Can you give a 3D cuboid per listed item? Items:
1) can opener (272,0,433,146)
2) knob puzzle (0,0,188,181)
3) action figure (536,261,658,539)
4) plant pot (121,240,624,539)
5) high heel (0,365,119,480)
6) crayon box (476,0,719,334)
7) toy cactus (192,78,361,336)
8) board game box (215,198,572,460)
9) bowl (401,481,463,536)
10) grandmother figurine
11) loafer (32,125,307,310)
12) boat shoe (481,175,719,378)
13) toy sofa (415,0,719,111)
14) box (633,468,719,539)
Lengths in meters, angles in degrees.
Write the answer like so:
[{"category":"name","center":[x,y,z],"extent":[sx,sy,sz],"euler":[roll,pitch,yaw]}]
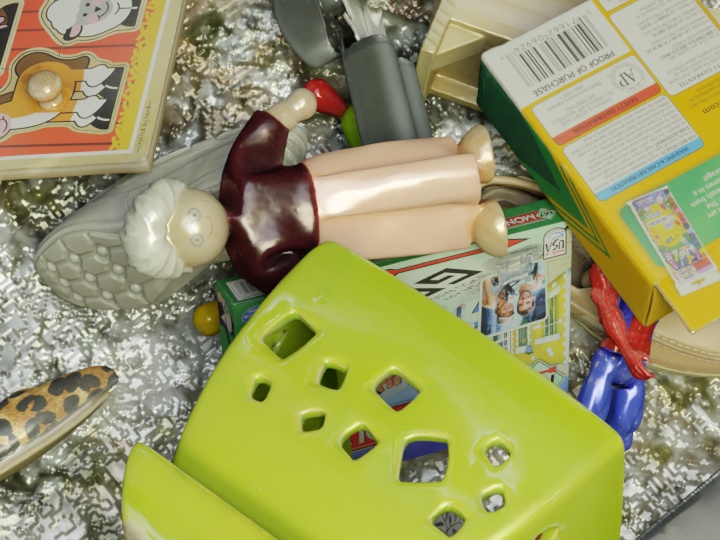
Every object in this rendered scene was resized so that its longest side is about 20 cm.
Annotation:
[{"category":"can opener","center":[0.004,-0.102,1.408],"extent":[0.066,0.053,0.200],"euler":[-30,54,17]},{"category":"knob puzzle","center":[-0.204,-0.131,1.433],"extent":[0.219,0.030,0.220],"euler":[-7,52,9]},{"category":"action figure","center":[0.156,0.067,1.365],"extent":[0.065,0.099,0.201],"euler":[6,100,-34]},{"category":"plant pot","center":[-0.003,0.142,1.224],"extent":[0.199,0.200,0.181],"euler":[33,58,27]},{"category":"high heel","center":[-0.249,0.062,1.404],"extent":[0.200,0.071,0.143],"euler":[-29,85,2]},{"category":"crayon box","center":[0.168,-0.059,1.345],"extent":[0.126,0.052,0.200],"euler":[-28,65,-15]},{"category":"toy cactus","center":[0.000,0.000,1.424],"extent":[0.165,0.102,0.200],"euler":[21,67,-7]},{"category":"board game box","center":[0.021,0.044,1.372],"extent":[0.199,0.135,0.029],"euler":[-14,34,-18]},{"category":"bowl","center":[-0.001,0.217,1.348],"extent":[0.200,0.094,0.201],"euler":[1,43,-1]},{"category":"grandmother figurine","center":[-0.028,-0.034,1.289],"extent":[0.199,0.061,0.122],"euler":[-10,78,-16]},{"category":"loafer","center":[-0.105,-0.030,1.395],"extent":[0.070,0.200,0.070],"euler":[52,43,-24]},{"category":"boat shoe","center":[0.147,0.004,1.431],"extent":[0.200,0.065,0.071],"euler":[23,78,4]},{"category":"toy sofa","center":[0.134,-0.118,1.450],"extent":[0.199,0.083,0.098],"euler":[20,68,3]},{"category":"box","center":[0.232,0.203,1.319],"extent":[0.117,0.197,0.200],"euler":[-38,80,-10]}]
